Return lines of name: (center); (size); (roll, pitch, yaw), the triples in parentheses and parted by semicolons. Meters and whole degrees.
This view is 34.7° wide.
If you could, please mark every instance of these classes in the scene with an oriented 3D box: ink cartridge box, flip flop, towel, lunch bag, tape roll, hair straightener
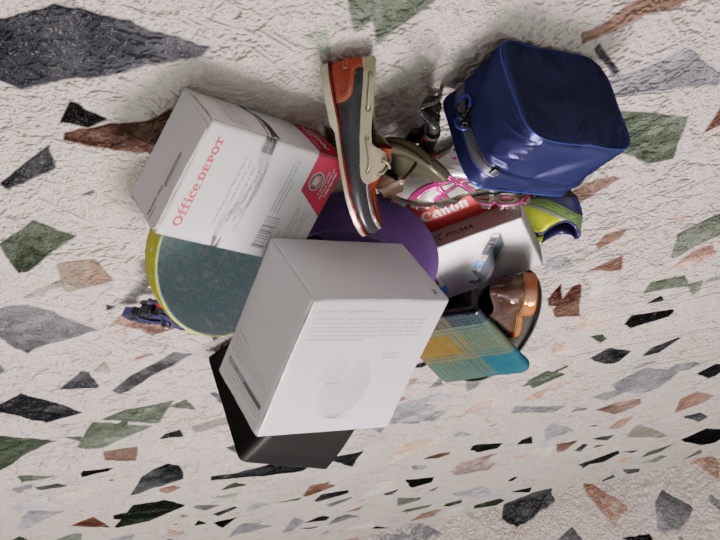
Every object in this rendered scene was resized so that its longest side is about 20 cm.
ink cartridge box: (0.124, -0.049, 1.555); (0.198, 0.045, 0.177); (-20, 128, 16)
ink cartridge box: (-0.136, -0.103, 1.297); (0.198, 0.084, 0.146); (13, 116, -42)
flip flop: (0.021, -0.115, 1.346); (0.198, 0.058, 0.081); (7, 161, 39)
towel: (0.142, 0.105, 1.634); (0.145, 0.022, 0.200); (-10, 148, 27)
lunch bag: (0.190, -0.164, 1.322); (0.198, 0.138, 0.132); (5, 150, -33)
tape roll: (0.000, 0.000, 1.523); (0.197, 0.086, 0.202); (9, 132, 10)
hair straightener: (0.072, -0.171, 1.331); (0.040, 0.078, 0.200); (5, 172, 2)

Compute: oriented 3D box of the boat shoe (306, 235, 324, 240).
boat shoe: (-0.064, 0.035, 1.471); (0.072, 0.064, 0.203); (6, 129, 5)

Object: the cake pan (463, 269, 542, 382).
cake pan: (0.195, 0.074, 1.778); (0.037, 0.202, 0.199); (33, 133, -27)

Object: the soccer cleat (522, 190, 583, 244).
soccer cleat: (0.215, -0.062, 1.604); (0.197, 0.085, 0.065); (-10, 170, -7)

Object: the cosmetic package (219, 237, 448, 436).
cosmetic package: (-0.034, 0.077, 1.375); (0.197, 0.123, 0.202); (2, 126, -37)

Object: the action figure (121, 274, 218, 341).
action figure: (-0.243, 0.041, 1.640); (0.198, 0.106, 0.193); (4, 161, 37)

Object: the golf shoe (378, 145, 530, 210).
golf shoe: (0.119, -0.128, 1.468); (0.197, 0.073, 0.093); (-2, 114, 2)

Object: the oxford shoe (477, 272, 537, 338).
oxford shoe: (0.194, 0.046, 1.609); (0.072, 0.072, 0.200); (2, 160, -3)

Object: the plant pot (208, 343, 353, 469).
plant pot: (-0.098, 0.184, 1.865); (0.198, 0.202, 0.177); (14, 134, -44)

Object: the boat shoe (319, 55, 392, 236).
boat shoe: (0.004, -0.135, 1.270); (0.062, 0.203, 0.071); (-10, -161, 3)

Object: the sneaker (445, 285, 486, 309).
sneaker: (0.177, 0.024, 1.692); (0.086, 0.074, 0.203); (-9, 117, -30)

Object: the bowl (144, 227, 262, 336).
bowl: (-0.192, -0.030, 1.430); (0.198, 0.203, 0.107); (12, -171, -42)
